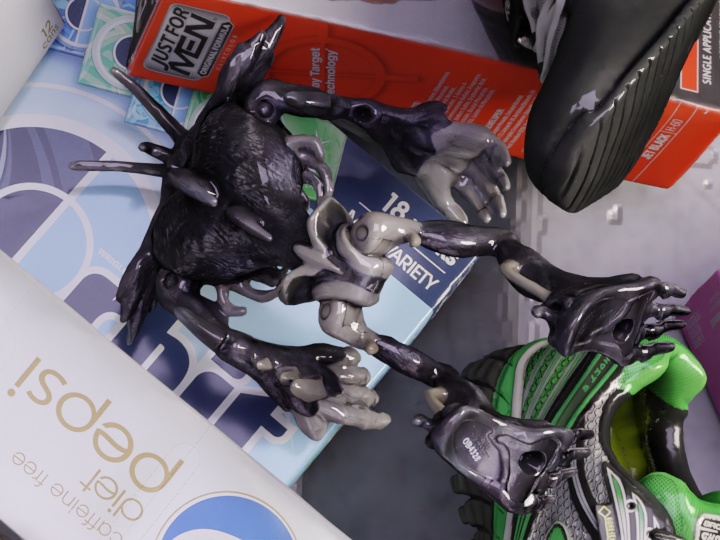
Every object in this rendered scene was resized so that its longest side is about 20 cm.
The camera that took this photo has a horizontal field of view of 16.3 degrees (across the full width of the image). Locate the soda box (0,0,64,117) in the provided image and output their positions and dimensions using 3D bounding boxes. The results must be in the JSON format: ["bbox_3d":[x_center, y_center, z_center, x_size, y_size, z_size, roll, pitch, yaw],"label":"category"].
[{"bbox_3d":[-0.181,-0.031,0.803,0.068,0.064,0.200,23,69,24],"label":"soda box"}]

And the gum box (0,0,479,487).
[{"bbox_3d":[-0.086,0.017,0.853,0.170,0.045,0.200,39,76,3],"label":"gum box"}]

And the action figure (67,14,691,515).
[{"bbox_3d":[0.000,0.000,0.795,0.200,0.102,0.119,32,95,34],"label":"action figure"}]

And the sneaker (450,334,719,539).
[{"bbox_3d":[0.078,0.108,0.801,0.078,0.085,0.200,23,55,-46],"label":"sneaker"}]

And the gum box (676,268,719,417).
[{"bbox_3d":[0.227,0.027,0.872,0.200,0.066,0.114,-19,78,-11],"label":"gum box"}]

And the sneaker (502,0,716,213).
[{"bbox_3d":[0.071,-0.095,0.796,0.088,0.074,0.200,25,43,4],"label":"sneaker"}]

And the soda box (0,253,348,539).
[{"bbox_3d":[-0.071,0.074,0.771,0.200,0.068,0.064,39,74,-5],"label":"soda box"}]

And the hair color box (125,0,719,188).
[{"bbox_3d":[0.027,-0.102,0.860,0.200,0.061,0.102,10,63,-14],"label":"hair color box"}]
